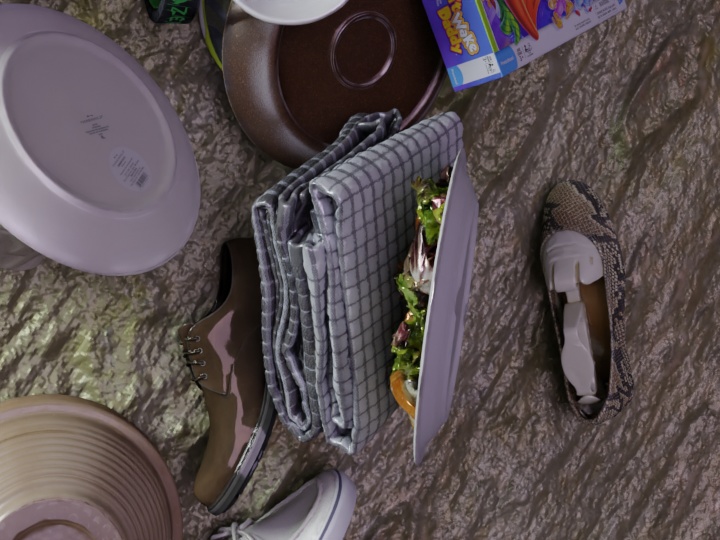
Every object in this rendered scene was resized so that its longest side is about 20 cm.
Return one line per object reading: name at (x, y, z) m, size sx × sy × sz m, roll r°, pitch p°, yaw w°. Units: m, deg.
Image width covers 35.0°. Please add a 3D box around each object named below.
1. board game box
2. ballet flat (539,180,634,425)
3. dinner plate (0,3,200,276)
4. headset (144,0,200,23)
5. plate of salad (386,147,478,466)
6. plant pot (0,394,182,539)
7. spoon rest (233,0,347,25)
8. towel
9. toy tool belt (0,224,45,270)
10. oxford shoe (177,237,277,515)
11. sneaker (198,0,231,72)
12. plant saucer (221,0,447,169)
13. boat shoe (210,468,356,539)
board game box at (0.116, -0.229, 0.849) m, size 0.200 × 0.045 × 0.135 m, roll -34°, pitch 107°, yaw -44°
ballet flat at (0.179, 0.031, 0.920) m, size 0.075 × 0.067 × 0.202 m, roll -27°, pitch 109°, yaw -55°
dinner plate at (-0.179, -0.091, 0.738) m, size 0.200 × 0.024 × 0.201 m, roll 30°, pitch 46°, yaw -35°
headset at (-0.118, -0.265, 0.768) m, size 0.093 × 0.123 × 0.202 m, roll -4°, pitch 75°, yaw -21°
plate of salad at (0.042, 0.022, 0.723) m, size 0.048 × 0.200 × 0.202 m, roll 8°, pitch 91°, yaw 8°
plant pot at (-0.213, 0.192, 0.776) m, size 0.199 × 0.093 × 0.203 m, roll -2°, pitch 96°, yaw -21°
spoon rest at (-0.051, -0.256, 0.732) m, size 0.098 × 0.061 × 0.202 m, roll -7°, pitch 84°, yaw 1°
towel at (0.000, 0.000, 0.794) m, size 0.165 × 0.085 × 0.201 m, roll -39°, pitch 132°, yaw -45°
toy tool belt at (-0.288, -0.079, 0.728) m, size 0.199 × 0.125 × 0.124 m, roll 12°, pitch 59°, yaw -24°
oxford shoe at (-0.099, 0.073, 0.826) m, size 0.084 × 0.073 × 0.202 m, roll 15°, pitch 77°, yaw -19°
sneaker at (-0.070, -0.230, 0.804) m, size 0.073 × 0.081 × 0.202 m, roll 1°, pitch 94°, yaw -20°
plant saucer at (-0.004, -0.161, 0.821) m, size 0.199 × 0.032 × 0.202 m, roll -17°, pitch 123°, yaw -28°
boat shoe at (-0.084, 0.221, 0.843) m, size 0.070 × 0.071 × 0.200 m, roll 41°, pitch 86°, yaw -21°
